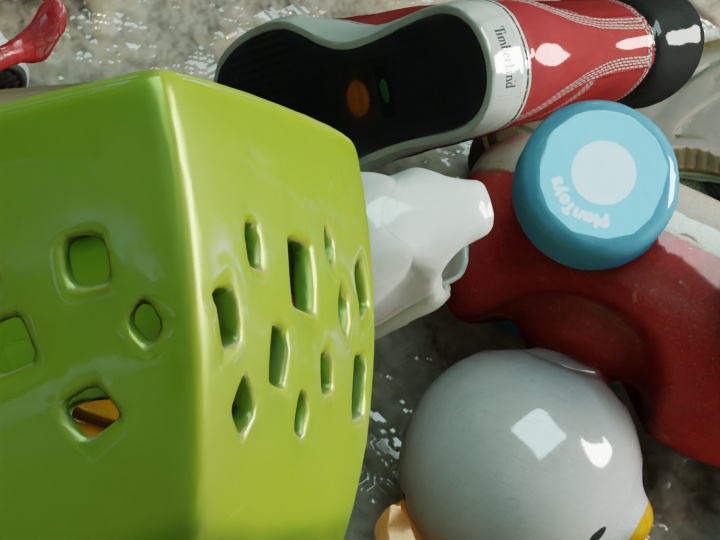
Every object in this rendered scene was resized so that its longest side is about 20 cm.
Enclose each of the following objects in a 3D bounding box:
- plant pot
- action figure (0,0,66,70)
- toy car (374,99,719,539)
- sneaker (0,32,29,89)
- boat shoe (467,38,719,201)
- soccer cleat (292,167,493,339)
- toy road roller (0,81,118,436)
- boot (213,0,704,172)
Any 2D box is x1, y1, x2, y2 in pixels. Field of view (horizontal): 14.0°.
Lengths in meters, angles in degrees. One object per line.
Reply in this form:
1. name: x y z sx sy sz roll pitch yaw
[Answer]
1. plant pot: -0.099 0.055 0.911 0.200 0.199 0.182 -15 82 15
2. action figure: -0.200 -0.077 1.103 0.065 0.052 0.200 42 44 17
3. toy car: 0.091 0.064 1.148 0.177 0.184 0.200 27 78 0
4. sneaker: -0.238 -0.083 1.177 0.200 0.073 0.085 -10 55 -40
5. boat shoe: 0.142 -0.062 1.298 0.201 0.066 0.072 -3 81 -19
6. soccer cleat: 0.000 0.000 1.122 0.077 0.200 0.069 -9 84 -10
7. toy road roller: -0.101 -0.009 1.115 0.123 0.146 0.200 -7 57 -25
8. boot: 0.042 -0.080 1.220 0.144 0.200 0.073 -12 95 -39
